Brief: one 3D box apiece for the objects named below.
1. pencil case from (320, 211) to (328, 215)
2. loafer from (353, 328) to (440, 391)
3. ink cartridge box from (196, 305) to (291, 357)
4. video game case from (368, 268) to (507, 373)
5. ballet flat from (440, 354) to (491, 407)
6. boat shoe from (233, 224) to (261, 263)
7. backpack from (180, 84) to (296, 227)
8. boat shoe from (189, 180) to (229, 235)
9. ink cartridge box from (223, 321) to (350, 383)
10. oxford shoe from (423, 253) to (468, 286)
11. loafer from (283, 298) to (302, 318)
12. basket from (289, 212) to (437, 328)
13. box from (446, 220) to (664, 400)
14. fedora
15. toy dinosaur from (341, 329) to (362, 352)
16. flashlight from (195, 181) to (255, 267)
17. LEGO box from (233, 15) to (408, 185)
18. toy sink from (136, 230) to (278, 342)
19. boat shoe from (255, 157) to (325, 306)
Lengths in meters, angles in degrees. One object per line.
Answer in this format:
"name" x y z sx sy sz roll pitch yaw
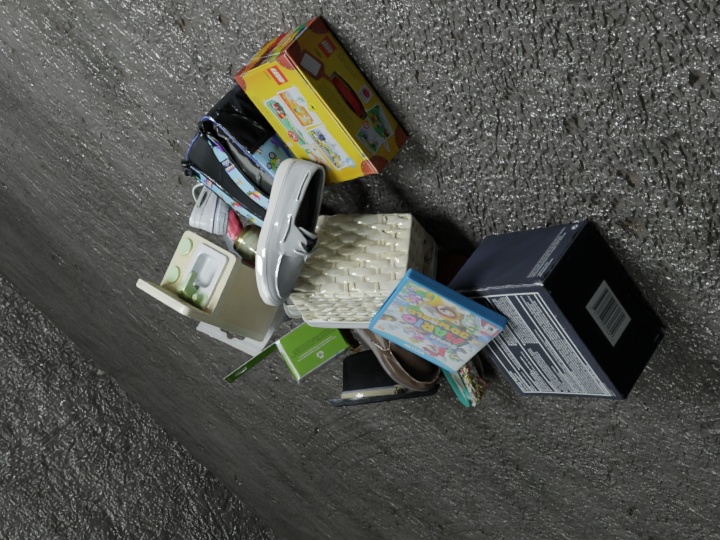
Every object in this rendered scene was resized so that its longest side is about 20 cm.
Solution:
"pencil case" -0.111 -0.086 1.704 0.199 0.083 0.087 37 152 9
"loafer" 0.057 0.110 1.664 0.200 0.073 0.071 44 141 -14
"ink cartridge box" -0.172 0.054 1.868 0.159 0.202 0.050 19 160 36
"video game case" 0.098 0.072 1.427 0.141 0.018 0.200 27 154 -3
"ballet flat" 0.152 0.134 1.717 0.075 0.064 0.201 34 160 55
"boat shoe" -0.132 -0.025 1.753 0.063 0.074 0.200 39 -173 26
"backpack" -0.146 -0.158 1.575 0.200 0.135 0.183 42 154 -3
"boat shoe" -0.234 -0.128 1.698 0.065 0.201 0.075 8 118 -6
"ink cartridge box" -0.119 0.153 1.753 0.076 0.198 0.148 55 173 5
"oxford shoe" 0.130 0.022 1.590 0.074 0.072 0.199 23 164 -31
"loafer" -0.036 0.007 1.648 0.070 0.198 0.070 59 -177 -39
"basket" 0.000 0.000 1.527 0.196 0.138 0.123 -1 159 20
"box" 0.249 0.055 1.388 0.201 0.124 0.197 52 151 -20
"fedora" 0.038 0.181 1.856 0.200 0.197 0.094 -19 76 61
"toy dinosaur" -0.028 0.108 1.857 0.106 0.061 0.200 29 -166 -44
"flashlight" -0.211 -0.072 1.826 0.203 0.067 0.068 66 167 -4
"LEGO box" -0.054 -0.218 1.420 0.201 0.077 0.148 51 152 -21
"toy sink" -0.232 0.019 1.687 0.129 0.114 0.199 25 179 36
"boat shoe" -0.088 -0.050 1.452 0.068 0.204 0.072 10 174 36
